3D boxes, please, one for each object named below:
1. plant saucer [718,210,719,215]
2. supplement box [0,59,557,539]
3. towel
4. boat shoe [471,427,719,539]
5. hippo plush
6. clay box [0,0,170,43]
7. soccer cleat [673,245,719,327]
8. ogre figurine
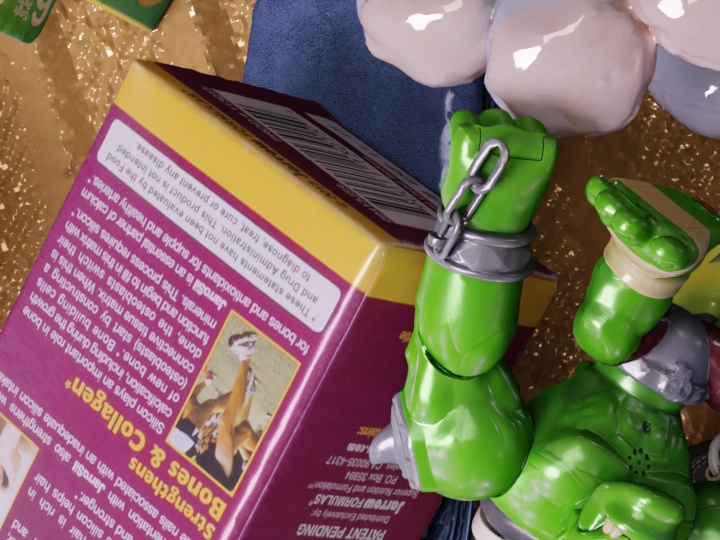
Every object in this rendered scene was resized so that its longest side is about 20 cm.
[{"bbox_3d":[0.211,-0.008,0.995,0.199,0.019,0.070,-15,81,35],"label":"plant saucer"},{"bbox_3d":[-0.047,0.052,0.993,0.131,0.103,0.200,38,106,35],"label":"supplement box"},{"bbox_3d":[0.000,0.000,1.062,0.111,0.048,0.201,4,86,34],"label":"towel"},{"bbox_3d":[0.137,0.072,1.008,0.199,0.072,0.068,1,112,8],"label":"boat shoe"},{"bbox_3d":[0.081,-0.098,0.993,0.200,0.161,0.159,34,80,33],"label":"hippo plush"},{"bbox_3d":[-0.070,-0.165,1.068,0.048,0.115,0.200,31,93,14],"label":"clay box"},{"bbox_3d":[0.167,-0.014,0.992,0.200,0.065,0.084,-19,49,40],"label":"soccer cleat"},{"bbox_3d":[0.093,0.040,0.931,0.120,0.200,0.098,-58,39,19],"label":"ogre figurine"}]
